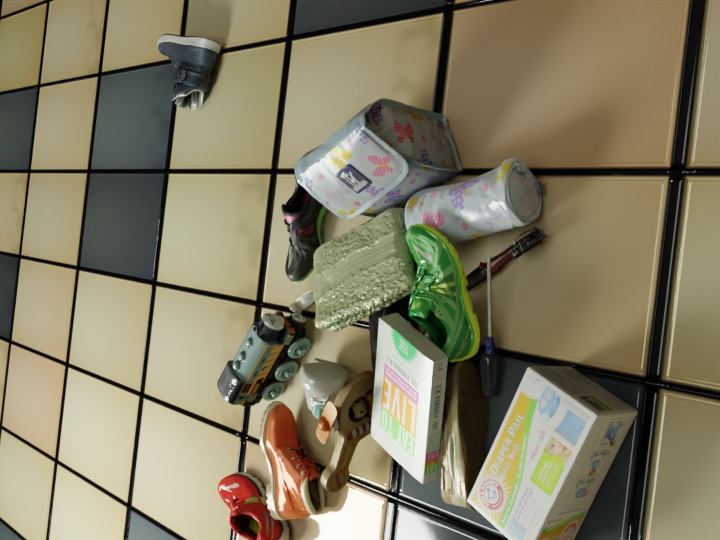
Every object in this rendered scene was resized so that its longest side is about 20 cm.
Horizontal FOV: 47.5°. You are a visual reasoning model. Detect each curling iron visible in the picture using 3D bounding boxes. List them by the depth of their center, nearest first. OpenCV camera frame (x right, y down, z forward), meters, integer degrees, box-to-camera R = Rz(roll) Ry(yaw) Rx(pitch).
[{"bbox_3d":[0.176,-0.004,1.143,0.200,0.049,0.026,-37,76,39],"label":"curling iron"}]

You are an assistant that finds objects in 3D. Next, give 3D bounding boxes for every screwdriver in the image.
[{"bbox_3d":[0.174,0.075,1.119,0.028,0.029,0.203,7,106,49],"label":"screwdriver"}]

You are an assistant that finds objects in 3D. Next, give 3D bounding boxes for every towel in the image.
[{"bbox_3d":[0.000,0.000,1.244,0.199,0.036,0.150,-26,61,36],"label":"towel"}]

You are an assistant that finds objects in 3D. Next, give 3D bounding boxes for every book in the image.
[{"bbox_3d":[0.071,0.179,1.153,0.133,0.048,0.202,38,133,52],"label":"book"}]

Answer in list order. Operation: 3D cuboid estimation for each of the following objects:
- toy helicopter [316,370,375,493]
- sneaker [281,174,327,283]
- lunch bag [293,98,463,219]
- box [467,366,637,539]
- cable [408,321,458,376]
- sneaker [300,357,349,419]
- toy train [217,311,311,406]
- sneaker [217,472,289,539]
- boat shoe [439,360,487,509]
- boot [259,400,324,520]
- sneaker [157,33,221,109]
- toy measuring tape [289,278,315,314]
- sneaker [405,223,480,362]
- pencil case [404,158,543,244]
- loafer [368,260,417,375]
[{"bbox_3d":[-0.022,0.252,1.258,0.079,0.131,0.202,31,107,43],"label":"toy helicopter"},{"bbox_3d":[-0.107,-0.079,1.419,0.076,0.083,0.203,13,95,46],"label":"sneaker"},{"bbox_3d":[0.021,-0.159,1.211,0.169,0.199,0.129,-31,63,39],"label":"lunch bag"},{"bbox_3d":[0.234,0.233,1.014,0.112,0.101,0.202,35,110,42],"label":"box"},{"bbox_3d":[0.115,0.171,1.206,0.096,0.050,0.203,-3,95,34],"label":"cable"},{"bbox_3d":[-0.059,0.191,1.284,0.074,0.200,0.090,14,88,4],"label":"sneaker"},{"bbox_3d":[-0.169,0.156,1.436,0.085,0.113,0.201,51,121,36],"label":"toy train"},{"bbox_3d":[-0.206,0.428,1.465,0.199,0.084,0.078,29,106,44],"label":"sneaker"},{"bbox_3d":[0.133,0.228,1.142,0.064,0.071,0.203,-6,83,45],"label":"boat shoe"},{"bbox_3d":[-0.110,0.321,1.393,0.106,0.075,0.203,-13,85,41],"label":"boot"},{"bbox_3d":[-0.386,-0.425,1.756,0.201,0.076,0.148,18,96,45],"label":"sneaker"},{"bbox_3d":[-0.065,0.043,1.370,0.199,0.073,0.074,-34,62,40],"label":"toy measuring tape"},{"bbox_3d":[0.103,0.031,1.130,0.202,0.083,0.074,70,157,6],"label":"sneaker"},{"bbox_3d":[0.154,-0.089,1.146,0.199,0.083,0.092,-16,96,45],"label":"pencil case"},{"bbox_3d":[0.044,0.072,1.262,0.072,0.072,0.203,-6,71,54],"label":"loafer"}]
